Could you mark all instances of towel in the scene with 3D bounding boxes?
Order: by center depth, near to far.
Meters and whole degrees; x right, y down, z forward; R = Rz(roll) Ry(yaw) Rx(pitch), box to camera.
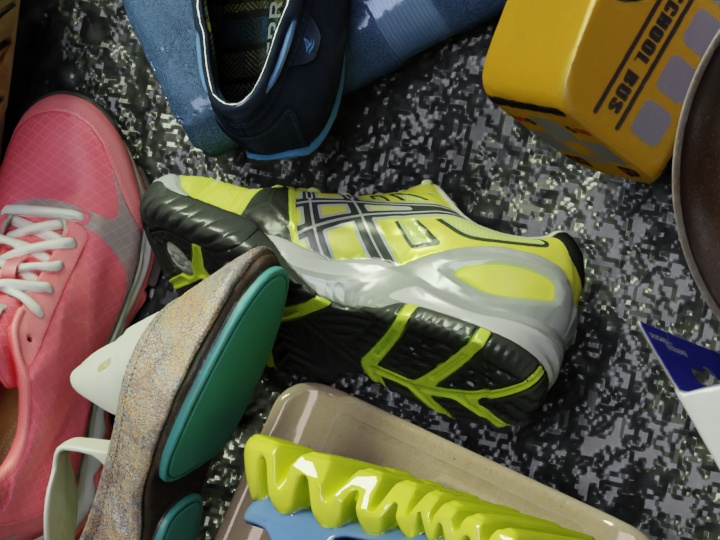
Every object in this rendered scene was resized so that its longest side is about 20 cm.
[{"bbox_3d":[-0.001,-0.135,0.909,0.199,0.049,0.112,-27,73,12],"label":"towel"}]

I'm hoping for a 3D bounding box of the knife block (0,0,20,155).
[{"bbox_3d":[-0.244,-0.062,0.930,0.174,0.064,0.201,14,114,5],"label":"knife block"}]

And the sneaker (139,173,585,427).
[{"bbox_3d":[0.000,0.000,0.883,0.199,0.076,0.077,21,55,24],"label":"sneaker"}]

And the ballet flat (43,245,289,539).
[{"bbox_3d":[-0.089,0.071,0.862,0.067,0.068,0.201,27,110,19],"label":"ballet flat"}]

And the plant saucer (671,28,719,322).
[{"bbox_3d":[0.206,-0.040,0.743,0.199,0.032,0.201,2,117,3],"label":"plant saucer"}]

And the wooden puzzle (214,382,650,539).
[{"bbox_3d":[0.010,0.156,0.835,0.199,0.037,0.186,22,88,44],"label":"wooden puzzle"}]

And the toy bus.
[{"bbox_3d":[0.124,-0.141,0.840,0.201,0.078,0.065,-60,27,-5],"label":"toy bus"}]

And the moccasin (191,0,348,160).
[{"bbox_3d":[-0.034,-0.147,0.860,0.080,0.068,0.201,-10,77,16],"label":"moccasin"}]

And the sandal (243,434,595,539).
[{"bbox_3d":[0.024,0.119,0.765,0.199,0.079,0.088,10,82,52],"label":"sandal"}]

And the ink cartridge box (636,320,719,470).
[{"bbox_3d":[0.173,0.098,0.764,0.037,0.095,0.201,-40,60,20],"label":"ink cartridge box"}]

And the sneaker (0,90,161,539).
[{"bbox_3d":[-0.135,0.019,0.906,0.073,0.087,0.201,2,81,18],"label":"sneaker"}]
